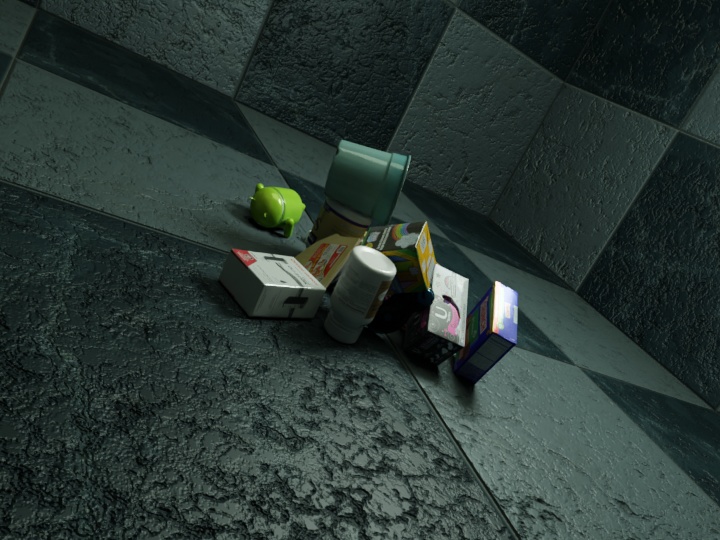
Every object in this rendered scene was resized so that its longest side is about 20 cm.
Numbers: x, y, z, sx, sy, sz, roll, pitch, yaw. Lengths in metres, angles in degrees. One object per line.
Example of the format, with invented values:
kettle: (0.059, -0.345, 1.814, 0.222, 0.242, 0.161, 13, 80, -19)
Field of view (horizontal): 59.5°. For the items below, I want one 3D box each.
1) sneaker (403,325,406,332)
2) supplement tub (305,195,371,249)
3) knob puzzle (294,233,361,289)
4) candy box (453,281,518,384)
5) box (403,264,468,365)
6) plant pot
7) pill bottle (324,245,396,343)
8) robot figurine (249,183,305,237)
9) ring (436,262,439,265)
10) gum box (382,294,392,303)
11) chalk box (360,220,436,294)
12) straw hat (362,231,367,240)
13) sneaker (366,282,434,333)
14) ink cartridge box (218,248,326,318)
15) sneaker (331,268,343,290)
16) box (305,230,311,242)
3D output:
sneaker: (0.188, 0.143, 1.742, 0.196, 0.079, 0.113, 19, 21, -31)
supplement tub: (-0.069, -0.096, 1.776, 0.142, 0.204, 0.146, 26, 17, -8)
knob puzzle: (-0.105, -0.011, 1.572, 0.031, 0.217, 0.221, 52, 3, -32)
candy box: (0.321, 0.161, 1.613, 0.075, 0.201, 0.172, 25, 45, -8)
box: (0.193, 0.111, 1.604, 0.112, 0.132, 0.204, 22, 54, -16)
plant pot: (0.013, -0.242, 1.674, 0.191, 0.205, 0.201, 20, 17, -2)
pill bottle: (-0.006, 0.059, 1.438, 0.112, 0.204, 0.115, 22, 23, -10)
robot figurine: (-0.249, -0.188, 1.879, 0.176, 0.116, 0.199, 48, 22, 17)
ring: (0.200, 0.018, 1.952, 0.195, 0.019, 0.204, 17, 43, -16)
gum box: (0.112, 0.028, 1.720, 0.066, 0.113, 0.202, 39, -21, 28)
chalk box: (0.071, -0.027, 1.532, 0.194, 0.127, 0.126, -5, 32, 24)
straw hat: (0.038, -0.051, 1.936, 0.197, 0.087, 0.201, 29, 8, -4)
sneaker: (0.099, 0.088, 1.569, 0.074, 0.197, 0.083, 51, 20, -24)
ink cartridge box: (-0.195, 0.032, 1.415, 0.144, 0.085, 0.197, 41, 20, 34)
sneaker: (0.000, 0.000, 1.708, 0.195, 0.112, 0.070, -18, -4, -22)
box: (-0.114, -0.108, 2.009, 0.038, 0.042, 0.199, 33, 18, 14)
